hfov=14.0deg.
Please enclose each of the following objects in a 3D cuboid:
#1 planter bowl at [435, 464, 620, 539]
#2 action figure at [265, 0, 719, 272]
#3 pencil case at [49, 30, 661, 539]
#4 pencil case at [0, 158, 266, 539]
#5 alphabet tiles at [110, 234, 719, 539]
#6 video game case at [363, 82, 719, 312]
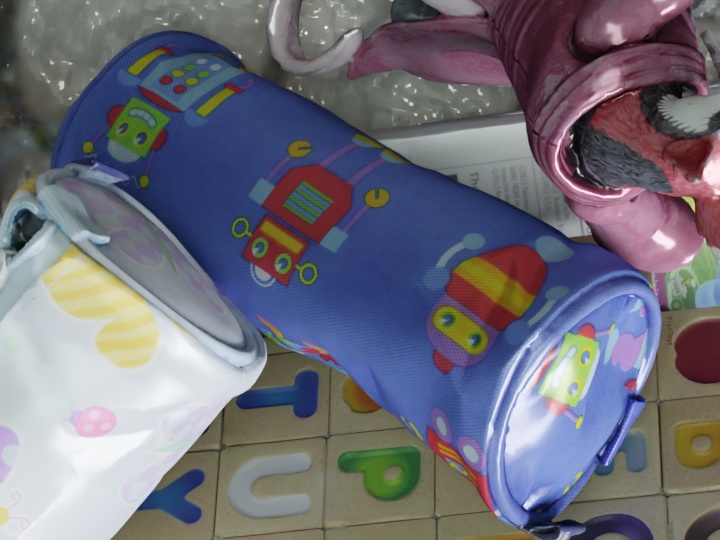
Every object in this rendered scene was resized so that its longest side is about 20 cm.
[{"bbox_3d":[0.061,0.114,0.890,0.199,0.083,0.201,1,101,5],"label":"planter bowl"},{"bbox_3d":[0.061,-0.072,0.811,0.148,0.200,0.134,2,119,-10],"label":"action figure"},{"bbox_3d":[0.000,0.000,0.856,0.200,0.087,0.078,31,84,35],"label":"pencil case"},{"bbox_3d":[-0.115,0.066,0.815,0.200,0.091,0.083,-50,64,13],"label":"pencil case"},{"bbox_3d":[0.023,0.059,0.857,0.199,0.167,0.006,-6,139,10],"label":"alphabet tiles"},{"bbox_3d":[0.099,0.043,0.928,0.181,0.023,0.201,-7,99,6],"label":"video game case"}]
